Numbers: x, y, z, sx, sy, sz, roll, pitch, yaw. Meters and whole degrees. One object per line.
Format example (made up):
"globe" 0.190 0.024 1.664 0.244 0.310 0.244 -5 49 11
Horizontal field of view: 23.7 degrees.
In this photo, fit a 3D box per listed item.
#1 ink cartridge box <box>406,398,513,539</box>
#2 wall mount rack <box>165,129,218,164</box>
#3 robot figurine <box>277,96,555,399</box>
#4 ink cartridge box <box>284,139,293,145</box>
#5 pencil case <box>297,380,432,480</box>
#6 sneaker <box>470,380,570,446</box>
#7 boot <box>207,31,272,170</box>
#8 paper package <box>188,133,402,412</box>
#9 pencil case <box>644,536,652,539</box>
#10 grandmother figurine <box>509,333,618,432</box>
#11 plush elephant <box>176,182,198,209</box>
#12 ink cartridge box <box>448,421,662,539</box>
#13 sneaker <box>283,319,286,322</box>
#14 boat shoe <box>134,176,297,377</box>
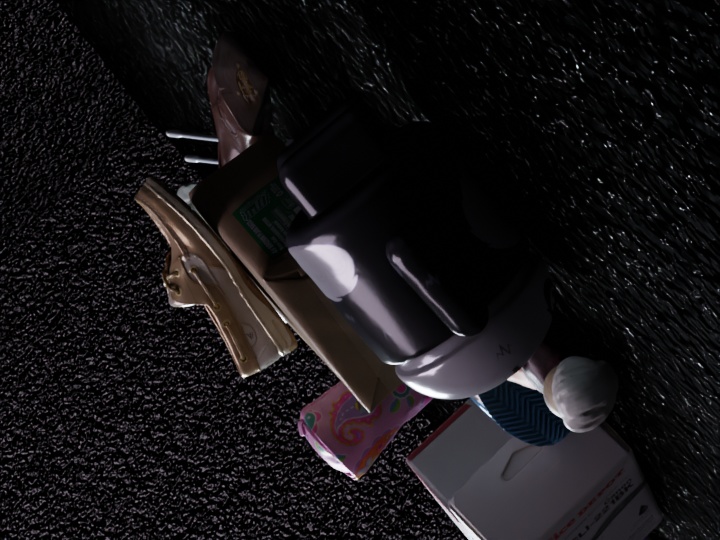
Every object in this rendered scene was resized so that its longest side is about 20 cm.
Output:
"ink cartridge box" 0.138 0.181 1.590 0.083 0.145 0.200 45 175 25
"wall mount rack" -0.182 -0.140 2.427 0.174 0.075 0.200 47 175 15
"robot figurine" 0.036 -0.013 1.081 0.125 0.150 0.200 -29 106 42
"ink cartridge box" -0.034 -0.078 1.745 0.100 0.039 0.200 50 177 -17
"pencil case" 0.032 0.098 1.577 0.087 0.200 0.087 43 172 7
"sneaker" 0.096 0.063 1.394 0.200 0.077 0.081 41 180 -6
"boot" -0.101 -0.124 1.612 0.200 0.064 0.187 179 69 -80
"paper package" -0.037 -0.002 1.507 0.191 0.103 0.200 52 176 -34
"pencil case" 0.248 0.281 1.779 0.200 0.085 0.084 46 177 17
"grandmother figurine" 0.135 0.071 1.253 0.121 0.061 0.200 41 -179 -18
"plush elephant" -0.309 -0.101 3.415 0.154 0.166 0.200 5 -179 -29
"ink cartridge box" 0.173 0.208 1.486 0.084 0.144 0.200 44 175 30
"sneaker" -0.079 -0.014 1.666 0.200 0.095 0.080 68 -157 -62
"boat shoe" -0.139 0.010 1.505 0.200 0.069 0.074 52 175 -11
